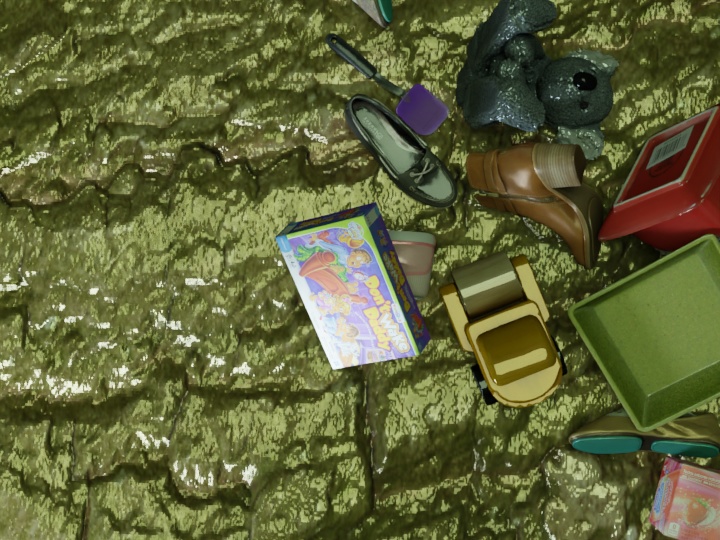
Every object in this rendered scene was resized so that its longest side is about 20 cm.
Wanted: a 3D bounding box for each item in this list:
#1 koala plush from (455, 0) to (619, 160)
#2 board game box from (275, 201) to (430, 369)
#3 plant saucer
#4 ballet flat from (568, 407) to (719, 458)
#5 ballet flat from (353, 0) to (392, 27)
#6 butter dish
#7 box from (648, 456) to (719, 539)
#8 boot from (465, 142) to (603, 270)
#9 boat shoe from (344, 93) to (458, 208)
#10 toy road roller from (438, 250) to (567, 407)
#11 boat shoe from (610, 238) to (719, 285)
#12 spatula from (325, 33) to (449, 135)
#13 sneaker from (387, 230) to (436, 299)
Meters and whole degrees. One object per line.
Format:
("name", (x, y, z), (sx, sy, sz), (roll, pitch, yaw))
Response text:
("koala plush", (0.244, -0.242, 1.393), (0.200, 0.184, 0.178), (10, 80, -17))
("board game box", (-0.009, 0.023, 1.371), (0.134, 0.045, 0.200), (-13, 110, 29))
("plant saucer", (0.391, 0.075, 1.330), (0.200, 0.048, 0.200), (-30, 103, 15))
("ballet flat", (0.373, 0.209, 1.397), (0.200, 0.069, 0.063), (4, 59, 2))
("ballet flat", (-0.003, -0.422, 1.458), (0.067, 0.068, 0.200), (-13, 80, 22))
("butter dish", (0.429, -0.096, 1.333), (0.148, 0.200, 0.200), (38, 64, -13))
("box", (0.484, 0.313, 1.355), (0.200, 0.103, 0.095), (16, 87, 6))
("boot", (0.230, -0.082, 1.402), (0.155, 0.200, 0.077), (-1, 47, 31))
("boat shoe", (0.052, -0.160, 1.434), (0.067, 0.057, 0.200), (-44, 85, 0))
("toy road roller", (0.189, 0.077, 1.366), (0.123, 0.146, 0.200), (-22, 85, 2))
("boat shoe", (0.417, -0.017, 1.397), (0.200, 0.071, 0.070), (-37, 79, 3))
("spatula", (0.030, -0.261, 1.459), (0.200, 0.021, 0.057), (38, 84, 6))
("sneaker", (0.000, 0.000, 1.418), (0.200, 0.075, 0.105), (2, 81, 0))
